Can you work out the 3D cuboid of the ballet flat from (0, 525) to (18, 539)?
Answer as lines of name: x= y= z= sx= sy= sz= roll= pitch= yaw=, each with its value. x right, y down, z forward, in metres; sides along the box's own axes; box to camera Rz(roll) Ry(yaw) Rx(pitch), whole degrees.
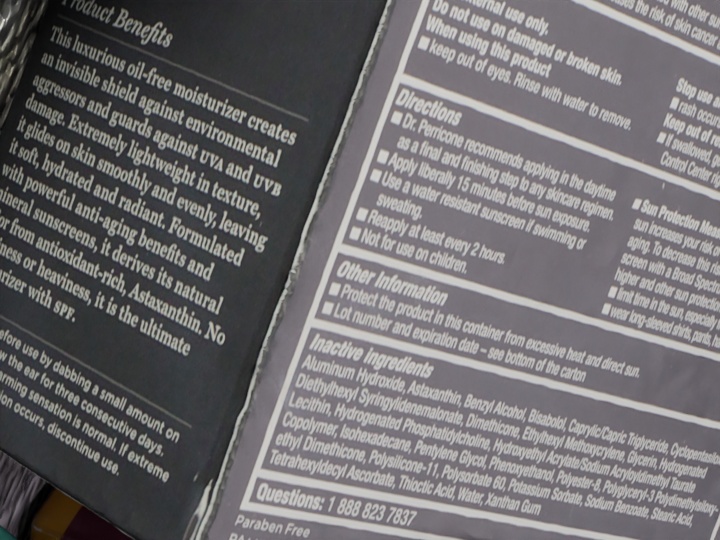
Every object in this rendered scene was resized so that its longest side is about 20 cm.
ballet flat: x=-0.106 y=0.114 z=0.674 sx=0.072 sy=0.068 sz=0.200 roll=-47 pitch=172 yaw=-11

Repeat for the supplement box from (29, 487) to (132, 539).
supplement box: x=-0.012 y=0.137 z=0.812 sx=0.086 sy=0.199 sz=0.111 roll=-57 pitch=167 yaw=-53

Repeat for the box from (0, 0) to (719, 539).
box: x=0.023 y=-0.027 z=0.619 sx=0.200 sy=0.123 sz=0.199 roll=16 pitch=97 yaw=-47
